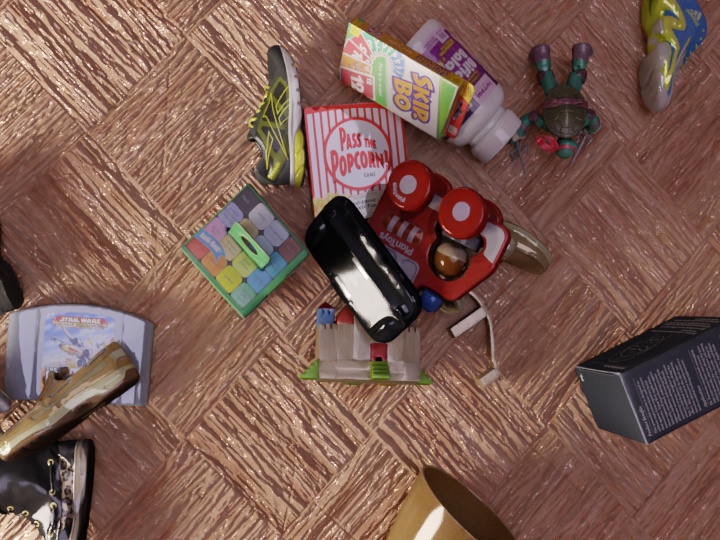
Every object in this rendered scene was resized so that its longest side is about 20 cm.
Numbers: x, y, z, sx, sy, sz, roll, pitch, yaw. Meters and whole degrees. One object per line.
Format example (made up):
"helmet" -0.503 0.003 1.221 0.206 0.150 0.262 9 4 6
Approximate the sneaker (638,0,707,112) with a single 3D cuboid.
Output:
"sneaker" 0.499 -0.348 1.178 0.102 0.076 0.206 4 86 -9

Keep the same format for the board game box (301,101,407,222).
"board game box" -0.004 -0.139 1.104 0.147 0.046 0.206 -7 89 -10

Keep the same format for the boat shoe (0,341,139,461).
"boat shoe" -0.394 0.168 0.994 0.198 0.072 0.077 -33 81 -18

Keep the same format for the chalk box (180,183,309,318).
"chalk box" -0.153 -0.022 0.999 0.124 0.200 0.125 -43 94 -8

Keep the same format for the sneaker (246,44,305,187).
"sneaker" -0.124 -0.220 1.074 0.082 0.074 0.206 -6 89 -8

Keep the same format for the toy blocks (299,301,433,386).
"toy blocks" 0.010 0.090 1.084 0.194 0.100 0.141 3 76 -10

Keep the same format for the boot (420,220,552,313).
"boot" 0.172 -0.003 1.094 0.196 0.072 0.157 26 65 -1

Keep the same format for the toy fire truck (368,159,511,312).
"toy fire truck" 0.096 -0.041 1.021 0.197 0.112 0.171 30 98 23

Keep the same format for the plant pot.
"plant pot" 0.099 0.414 1.046 0.185 0.186 0.202 37 95 -6

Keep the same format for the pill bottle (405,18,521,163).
"pill bottle" 0.139 -0.257 1.099 0.199 0.112 0.113 43 82 -5

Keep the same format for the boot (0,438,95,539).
"boot" -0.442 0.325 1.004 0.146 0.073 0.206 7 83 -10

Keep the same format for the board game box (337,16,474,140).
"board game box" 0.060 -0.263 1.048 0.197 0.097 0.030 31 51 10

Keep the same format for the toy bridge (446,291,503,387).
"toy bridge" 0.162 0.077 1.132 0.066 0.027 0.203 -31 92 -10

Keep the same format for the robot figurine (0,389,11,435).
"robot figurine" -0.551 0.192 0.958 0.194 0.172 0.115 -11 132 11

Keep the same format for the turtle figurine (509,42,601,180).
"turtle figurine" 0.304 -0.238 1.136 0.145 0.101 0.206 4 82 -9

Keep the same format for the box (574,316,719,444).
"box" 0.448 0.156 1.113 0.196 0.148 0.110 -23 91 -9

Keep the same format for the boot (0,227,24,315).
"boot" -0.548 -0.016 1.007 0.129 0.070 0.205 -21 83 1

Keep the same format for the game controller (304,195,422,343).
"game controller" 0.000 0.000 1.024 0.042 0.104 0.202 -24 73 -45

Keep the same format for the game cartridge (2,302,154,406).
"game cartridge" -0.389 0.114 1.041 0.194 0.042 0.137 4 91 -9
